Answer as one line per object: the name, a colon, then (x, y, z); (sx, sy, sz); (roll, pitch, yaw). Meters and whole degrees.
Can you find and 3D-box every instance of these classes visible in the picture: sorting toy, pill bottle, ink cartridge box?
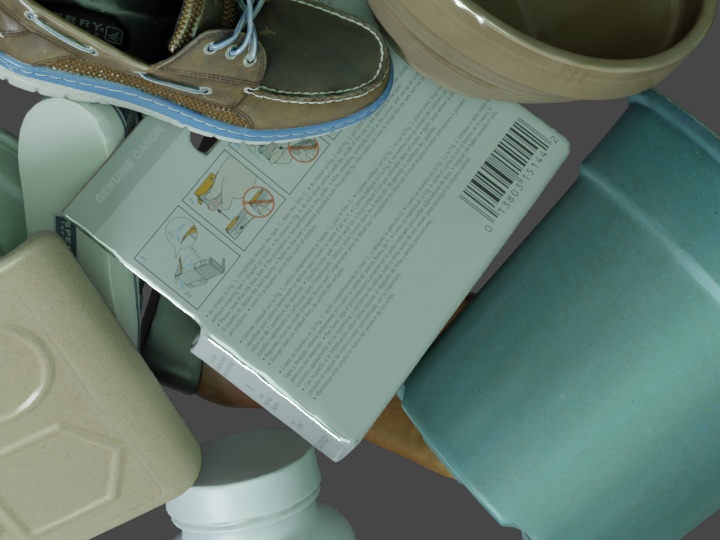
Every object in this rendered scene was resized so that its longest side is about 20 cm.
sorting toy: (-0.195, 0.083, 0.791); (0.200, 0.037, 0.185); (-29, 134, -2)
pill bottle: (-0.047, 0.194, 0.904); (0.108, 0.109, 0.201); (-11, 104, -2)
ink cartridge box: (-0.020, -0.038, 0.826); (0.176, 0.045, 0.200); (38, 68, 0)

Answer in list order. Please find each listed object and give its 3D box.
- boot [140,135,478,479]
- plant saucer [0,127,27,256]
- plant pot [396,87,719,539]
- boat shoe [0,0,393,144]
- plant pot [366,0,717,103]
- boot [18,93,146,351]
boot: (0.000, 0.000, 0.888); (0.199, 0.068, 0.189); (17, 90, -14)
plant saucer: (-0.233, 0.017, 0.879); (0.199, 0.050, 0.201); (-1, 104, -5)
plant pot: (0.136, 0.047, 0.835); (0.196, 0.200, 0.200); (-44, 103, 4)
boat shoe: (-0.076, -0.106, 0.769); (0.199, 0.072, 0.073); (3, 72, -14)
plant pot: (0.068, -0.151, 0.822); (0.200, 0.201, 0.093); (27, 139, -10)
boot: (-0.128, -0.003, 0.858); (0.073, 0.090, 0.201); (16, 113, 18)
